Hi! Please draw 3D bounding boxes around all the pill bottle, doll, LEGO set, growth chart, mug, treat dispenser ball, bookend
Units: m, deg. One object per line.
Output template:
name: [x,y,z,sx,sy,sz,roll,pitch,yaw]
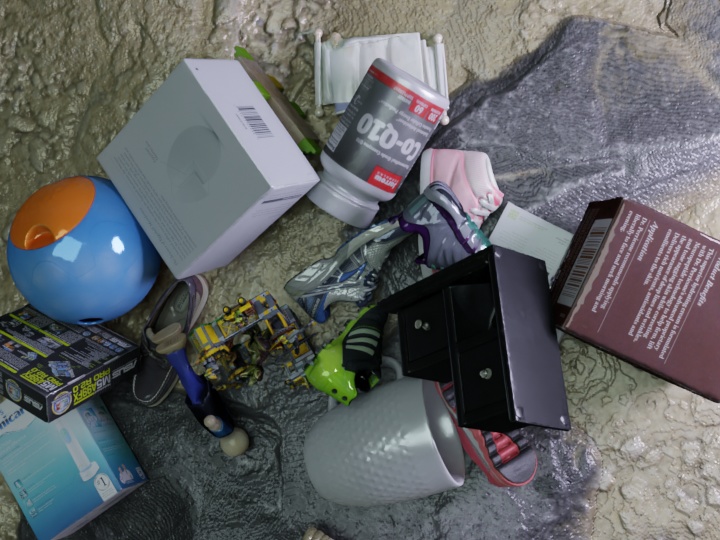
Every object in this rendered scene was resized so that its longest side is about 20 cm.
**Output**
pill bottle: [0.019,-0.162,1.221,0.114,0.114,0.200,34,104,13]
doll: [-0.208,0.171,1.247,0.048,0.136,0.200,-30,114,-9]
LEGO set: [-0.123,0.117,1.208,0.154,0.200,0.116,-28,72,-9]
growth chart: [0.026,-0.261,1.285,0.199,0.018,0.145,3,87,13]
mug: [0.021,0.202,1.198,0.175,0.148,0.200,-20,57,15]
treat dispenser ball: [-0.370,-0.027,1.262,0.200,0.201,0.202,-1,86,12]
bookend: [0.123,0.102,1.077,0.200,0.092,0.199,-28,57,45]

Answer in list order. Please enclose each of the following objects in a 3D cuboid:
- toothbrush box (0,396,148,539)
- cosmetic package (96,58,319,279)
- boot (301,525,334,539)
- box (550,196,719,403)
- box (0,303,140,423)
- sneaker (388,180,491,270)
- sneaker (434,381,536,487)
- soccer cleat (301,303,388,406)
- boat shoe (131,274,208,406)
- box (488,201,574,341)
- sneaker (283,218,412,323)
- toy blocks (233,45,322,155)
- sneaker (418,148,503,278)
toothbrush box: [-0.418,0.253,1.311,0.146,0.085,0.200,-36,80,9]
cosmetic package: [-0.198,-0.132,1.211,0.200,0.123,0.200,-38,81,28]
boot: [-0.041,0.451,1.219,0.155,0.073,0.200,21,89,13]
box: [0.340,0.030,1.099,0.200,0.164,0.166,26,91,0]
box: [-0.424,0.115,1.265,0.200,0.160,0.044,21,122,27]
sneaker: [0.122,-0.013,1.167,0.087,0.074,0.200,-35,102,13]
sneaker: [0.140,0.191,1.194,0.074,0.087,0.200,-22,74,-25]
soccer cleat: [-0.002,0.106,1.184,0.081,0.200,0.068,41,121,4]
boat shoe: [-0.274,0.095,1.301,0.072,0.065,0.200,26,92,11]
box: [0.208,0.031,1.215,0.144,0.036,0.200,29,91,13]
sneaker: [0.000,0.000,1.252,0.200,0.077,0.085,-34,89,16]
toy blocks: [-0.156,-0.189,1.291,0.137,0.100,0.200,-43,77,18]
sneaker: [0.132,-0.063,1.216,0.104,0.075,0.201,-1,81,18]
